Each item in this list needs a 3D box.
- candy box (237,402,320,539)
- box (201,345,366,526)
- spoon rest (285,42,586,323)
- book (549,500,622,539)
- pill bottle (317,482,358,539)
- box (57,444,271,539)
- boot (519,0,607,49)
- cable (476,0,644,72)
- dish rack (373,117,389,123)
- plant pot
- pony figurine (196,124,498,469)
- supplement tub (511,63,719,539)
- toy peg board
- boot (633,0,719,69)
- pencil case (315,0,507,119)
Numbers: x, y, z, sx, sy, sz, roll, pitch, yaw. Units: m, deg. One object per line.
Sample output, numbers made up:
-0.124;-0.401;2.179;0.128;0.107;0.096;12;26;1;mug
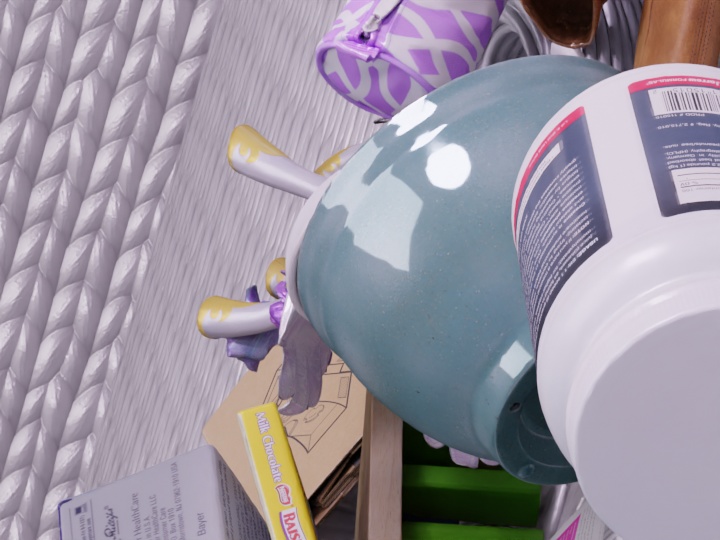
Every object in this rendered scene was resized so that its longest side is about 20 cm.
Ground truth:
-0.035;0.150;1.597;0.200;0.026;0.102;79;176;-70;candy box
-0.027;0.084;1.852;0.164;0.021;0.200;-49;24;6;box
0.045;-0.042;1.446;0.061;0.200;0.099;41;158;36;spoon rest
0.099;0.187;1.425;0.200;0.048;0.134;124;160;-56;book
-0.033;0.227;1.846;0.111;0.110;0.201;131;152;-66;pill bottle
-0.082;0.237;1.655;0.184;0.105;0.200;-100;-15;-47;box
0.095;-0.222;1.428;0.074;0.200;0.155;-6;48;31;boot
0.095;-0.092;1.603;0.200;0.069;0.201;26;113;60;cable
0.048;-0.072;1.826;0.153;0.054;0.201;143;117;-74;dish rack
0.088;0.016;1.396;0.134;0.200;0.201;57;137;38;plant pot
0.000;0.000;1.558;0.200;0.166;0.194;-4;71;48;pony figurine
0.138;0.015;1.202;0.200;0.140;0.141;-94;22;-60;supplement tub
0.048;0.155;1.655;0.200;0.097;0.200;-88;1;-48;toy peg board
0.167;-0.192;1.421;0.188;0.068;0.201;-118;33;-70;boot
0.044;-0.171;1.514;0.086;0.084;0.200;51;-122;-51;pencil case
